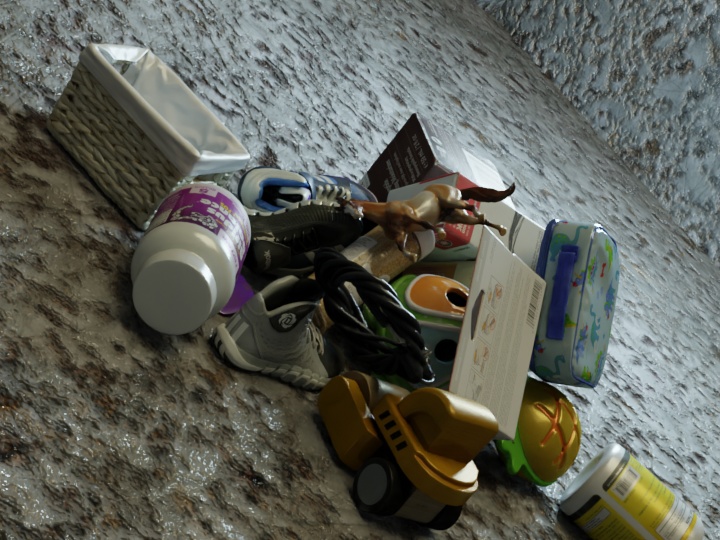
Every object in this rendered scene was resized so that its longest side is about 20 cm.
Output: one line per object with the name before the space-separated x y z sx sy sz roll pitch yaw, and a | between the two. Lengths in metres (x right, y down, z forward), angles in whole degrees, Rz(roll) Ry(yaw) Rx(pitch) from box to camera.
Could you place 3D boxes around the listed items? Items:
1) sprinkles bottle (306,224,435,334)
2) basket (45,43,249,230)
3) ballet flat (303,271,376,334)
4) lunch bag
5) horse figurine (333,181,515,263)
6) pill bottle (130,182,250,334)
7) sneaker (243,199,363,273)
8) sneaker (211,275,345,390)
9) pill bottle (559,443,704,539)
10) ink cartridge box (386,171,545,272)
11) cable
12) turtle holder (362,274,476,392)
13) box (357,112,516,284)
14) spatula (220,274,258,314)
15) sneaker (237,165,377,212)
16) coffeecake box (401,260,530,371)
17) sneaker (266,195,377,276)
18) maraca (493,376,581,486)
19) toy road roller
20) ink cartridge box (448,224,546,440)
sprinkles bottle | 0.000 0.000 1.682 0.199 0.068 0.068 -37 73 -28
basket | -0.252 -0.154 1.646 0.200 0.124 0.135 45 21 14
ballet flat | -0.033 0.023 1.785 0.074 0.074 0.201 23 25 -40
lunch bag | 0.265 0.041 1.769 0.082 0.202 0.161 7 -7 23
horse figurine | 0.085 -0.066 1.653 0.198 0.050 0.132 -19 33 -28
pill bottle | -0.181 -0.011 1.493 0.112 0.112 0.200 36 20 -11
sneaker | -0.096 -0.035 1.669 0.197 0.067 0.091 0 42 5
sneaker | -0.060 0.064 1.550 0.199 0.116 0.075 14 32 -51
pill bottle | 0.358 0.323 1.775 0.200 0.113 0.112 43 20 4
ink cartridge box | 0.143 -0.037 1.839 0.199 0.144 0.085 29 66 -31
cable | 0.000 0.047 1.520 0.200 0.051 0.164 31 -22 55
turtle holder | 0.090 0.099 1.697 0.131 0.188 0.140 0 -3 35
box | 0.093 -0.078 2.003 0.163 0.200 0.166 31 21 -25
spatula | -0.114 0.029 1.665 0.057 0.021 0.199 56 23 21
sneaker | -0.062 -0.085 1.827 0.198 0.081 0.146 13 7 -12
coffeecake box | 0.163 0.062 1.851 0.152 0.074 0.200 0 -26 39
sneaker | -0.048 -0.049 1.749 0.198 0.085 0.075 -7 42 -19
maraca | 0.212 0.200 1.759 0.199 0.106 0.139 18 60 -58
toy road roller | 0.059 0.169 1.503 0.122 0.146 0.201 23 27 -41
ink cartridge box | 0.144 0.073 1.620 0.044 0.202 0.176 1 -23 34
